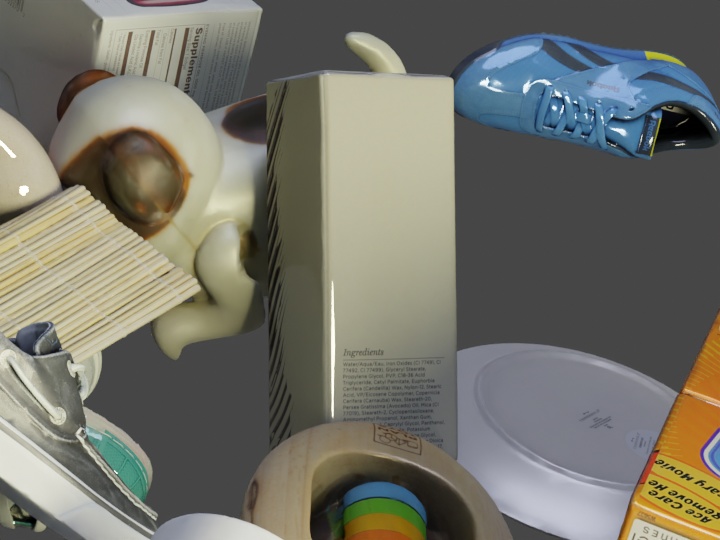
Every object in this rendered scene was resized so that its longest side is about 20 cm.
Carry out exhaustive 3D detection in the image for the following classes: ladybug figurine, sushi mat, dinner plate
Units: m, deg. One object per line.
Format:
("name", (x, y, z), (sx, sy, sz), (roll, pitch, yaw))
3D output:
("ladybug figurine", (0.005, 0.143, 1.179), (0.135, 0.072, 0.200), (17, 28, -5))
("sushi mat", (-0.173, 0.021, 1.210), (0.096, 0.012, 0.200), (37, 42, 20))
("dinner plate", (0.125, 0.089, 1.397), (0.200, 0.024, 0.200), (13, 29, -7))

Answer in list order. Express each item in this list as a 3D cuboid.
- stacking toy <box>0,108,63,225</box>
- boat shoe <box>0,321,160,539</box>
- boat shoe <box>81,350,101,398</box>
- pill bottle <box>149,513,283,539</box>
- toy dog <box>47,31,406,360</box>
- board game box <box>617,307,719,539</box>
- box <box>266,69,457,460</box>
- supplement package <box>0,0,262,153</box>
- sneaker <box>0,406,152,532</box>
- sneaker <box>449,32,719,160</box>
("stacking toy", (-0.241, -0.037, 1.367), (0.146, 0.147, 0.200), (7, 10, -16))
("boat shoe", (-0.146, 0.053, 1.074), (0.200, 0.068, 0.072), (43, -14, -19))
("boat shoe", (-0.229, 0.048, 1.241), (0.201, 0.075, 0.065), (8, 34, -7))
("pill bottle", (-0.082, 0.192, 0.943), (0.112, 0.112, 0.200), (21, 50, 9))
("toy dog", (-0.072, -0.041, 1.361), (0.200, 0.194, 0.140), (9, 36, -32))
("board game box", (0.203, 0.169, 1.098), (0.199, 0.200, 0.200), (21, 28, 10))
("box", (0.000, 0.000, 1.301), (0.082, 0.201, 0.068), (1, -1, -29))
("supplement package", (-0.170, -0.127, 1.494), (0.111, 0.156, 0.200), (-8, 35, -38))
("sneaker", (-0.199, 0.095, 1.181), (0.199, 0.071, 0.080), (15, 43, -7))
("sneaker", (0.158, -0.114, 1.739), (0.200, 0.066, 0.079), (3, 34, -24))
